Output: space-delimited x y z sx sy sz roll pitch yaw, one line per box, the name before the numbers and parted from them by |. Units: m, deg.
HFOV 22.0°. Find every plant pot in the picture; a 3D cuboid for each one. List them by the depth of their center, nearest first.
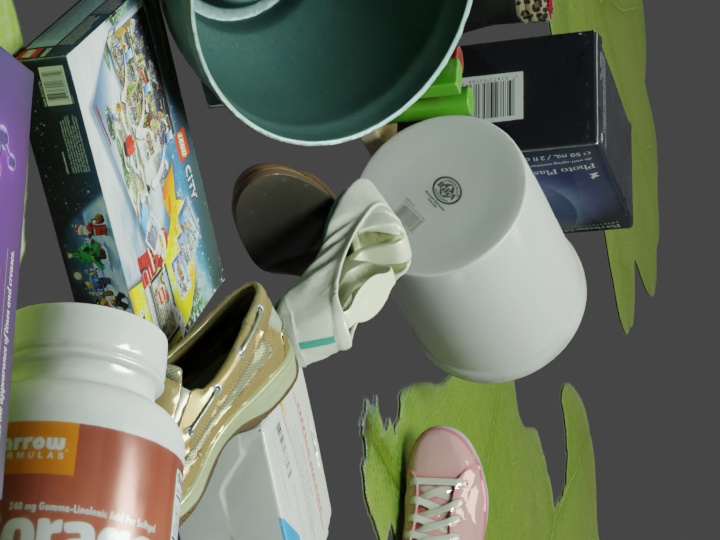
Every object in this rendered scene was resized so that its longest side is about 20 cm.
plant pot | -0.047 -0.193 1.140 0.199 0.134 0.202 -15 119 -29

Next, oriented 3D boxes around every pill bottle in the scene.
pill bottle | -0.143 0.124 0.892 0.112 0.111 0.202 53 36 -61

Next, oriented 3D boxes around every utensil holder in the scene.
utensil holder | 0.098 -0.019 1.634 0.200 0.168 0.171 57 33 -56

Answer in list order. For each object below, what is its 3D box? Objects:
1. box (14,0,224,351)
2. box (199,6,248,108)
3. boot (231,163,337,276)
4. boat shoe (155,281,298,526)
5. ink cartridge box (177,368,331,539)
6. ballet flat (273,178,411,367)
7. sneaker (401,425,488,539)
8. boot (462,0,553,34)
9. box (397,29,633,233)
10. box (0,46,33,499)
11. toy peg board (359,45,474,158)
box | -0.137 -0.053 1.079 0.137 0.037 0.202 -62 144 -60
box | -0.089 -0.238 1.268 0.159 0.046 0.201 -71 152 -52
boot | -0.050 -0.043 1.361 0.076 0.073 0.200 61 10 26
boat shoe | -0.111 0.079 1.022 0.200 0.071 0.077 -51 141 -40
ink cartridge box | -0.068 0.135 1.166 0.200 0.067 0.116 -62 141 -80
ballet flat | 0.000 0.000 1.273 0.200 0.069 0.070 -59 142 -53
sneaker | 0.069 0.238 1.632 0.105 0.075 0.202 24 68 -77
boot | 0.107 -0.313 1.758 0.073 0.149 0.202 42 47 -66
box | 0.149 -0.120 1.770 0.198 0.198 0.124 49 39 -63
box | -0.206 -0.013 0.777 0.141 0.078 0.202 38 50 -64
toy peg board | 0.037 -0.230 1.599 0.200 0.097 0.201 56 34 -60
